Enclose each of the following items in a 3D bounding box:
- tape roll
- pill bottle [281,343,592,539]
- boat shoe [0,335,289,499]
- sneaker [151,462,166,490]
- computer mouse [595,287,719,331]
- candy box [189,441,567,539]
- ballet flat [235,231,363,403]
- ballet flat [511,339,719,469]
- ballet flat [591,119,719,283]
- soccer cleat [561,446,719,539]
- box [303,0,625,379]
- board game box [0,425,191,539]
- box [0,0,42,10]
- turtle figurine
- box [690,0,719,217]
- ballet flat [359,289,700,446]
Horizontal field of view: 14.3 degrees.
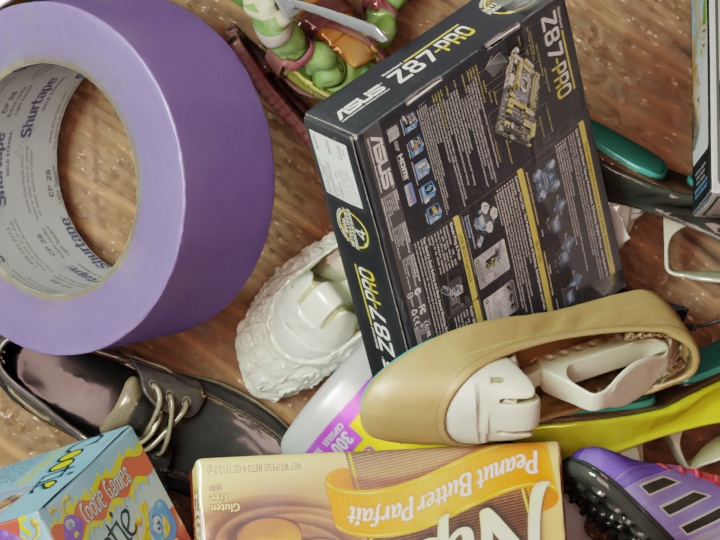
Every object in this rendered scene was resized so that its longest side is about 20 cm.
[{"bbox_3d":[-0.152,-0.056,1.639,0.200,0.085,0.201,5,99,35],"label":"tape roll"},{"bbox_3d":[0.058,0.130,1.644,0.200,0.104,0.104,42,96,6],"label":"pill bottle"},{"bbox_3d":[-0.131,0.088,1.685,0.199,0.073,0.075,21,94,7],"label":"boat shoe"},{"bbox_3d":[-0.168,0.177,1.678,0.078,0.075,0.200,40,127,-8],"label":"sneaker"},{"bbox_3d":[0.192,0.019,1.635,0.199,0.059,0.034,-7,82,19],"label":"computer mouse"},{"bbox_3d":[0.011,0.157,1.551,0.199,0.055,0.116,-2,79,-8],"label":"candy box"},{"bbox_3d":[0.000,0.000,1.670,0.200,0.072,0.072,-41,86,7],"label":"ballet flat"},{"bbox_3d":[0.166,0.085,1.627,0.199,0.067,0.067,-14,107,-17],"label":"ballet flat"},{"bbox_3d":[0.173,-0.035,1.646,0.200,0.068,0.069,22,102,7],"label":"ballet flat"},{"bbox_3d":[0.190,0.139,1.610,0.200,0.068,0.073,36,81,-31],"label":"soccer cleat"},{"bbox_3d":[0.061,-0.036,1.562,0.161,0.049,0.200,-35,128,-26],"label":"box"},{"bbox_3d":[-0.202,0.175,1.581,0.200,0.105,0.103,-19,104,33],"label":"board game box"},{"bbox_3d":[-0.281,-0.158,1.687,0.200,0.101,0.113,-33,86,7],"label":"box"},{"bbox_3d":[-0.023,-0.180,1.629,0.194,0.200,0.144,38,68,11],"label":"turtle figurine"},{"bbox_3d":[0.245,-0.131,1.604,0.116,0.060,0.201,2,79,-3],"label":"box"},{"bbox_3d":[0.096,0.057,1.545,0.200,0.063,0.069,-18,128,-25],"label":"ballet flat"}]
